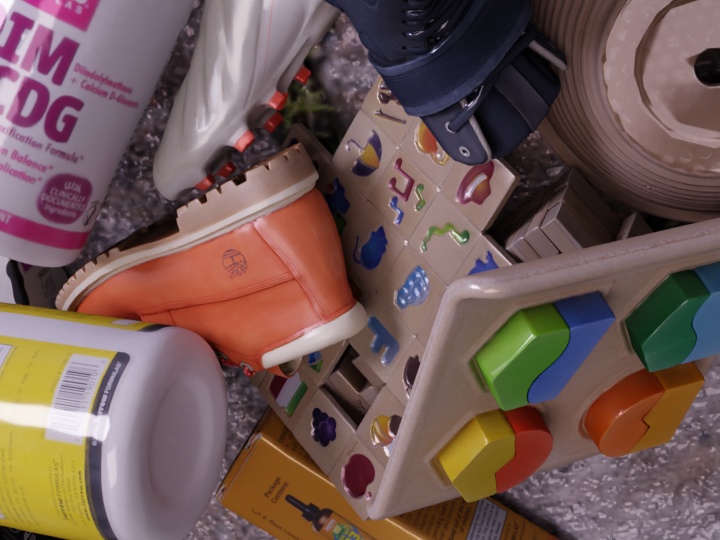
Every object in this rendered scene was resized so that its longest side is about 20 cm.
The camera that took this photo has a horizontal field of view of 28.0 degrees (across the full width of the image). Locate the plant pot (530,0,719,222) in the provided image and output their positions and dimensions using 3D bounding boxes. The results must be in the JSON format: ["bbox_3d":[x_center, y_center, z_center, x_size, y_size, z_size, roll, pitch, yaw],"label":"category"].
[{"bbox_3d":[0.163,-0.107,0.662,0.199,0.093,0.203,5,114,11],"label":"plant pot"}]

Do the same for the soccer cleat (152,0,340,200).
[{"bbox_3d":[-0.055,-0.125,0.726,0.077,0.069,0.201,38,110,1],"label":"soccer cleat"}]

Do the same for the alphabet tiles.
[{"bbox_3d":[0.000,0.000,0.747,0.167,0.008,0.201,48,121,29],"label":"alphabet tiles"}]

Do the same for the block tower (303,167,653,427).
[{"bbox_3d":[0.058,0.024,0.750,0.058,0.054,0.199,47,126,-10],"label":"block tower"}]

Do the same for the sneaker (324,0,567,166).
[{"bbox_3d":[0.043,-0.112,0.594,0.077,0.202,0.146,-45,108,-6],"label":"sneaker"}]

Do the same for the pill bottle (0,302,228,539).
[{"bbox_3d":[-0.177,0.074,0.742,0.198,0.112,0.113,6,115,22],"label":"pill bottle"}]

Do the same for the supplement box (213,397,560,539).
[{"bbox_3d":[0.021,0.145,0.820,0.199,0.069,0.067,31,126,-3],"label":"supplement box"}]

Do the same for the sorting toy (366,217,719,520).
[{"bbox_3d":[0.105,0.052,0.684,0.183,0.037,0.201,-13,146,-24],"label":"sorting toy"}]

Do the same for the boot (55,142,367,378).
[{"bbox_3d":[-0.082,0.018,0.763,0.199,0.075,0.108,-21,101,43],"label":"boot"}]

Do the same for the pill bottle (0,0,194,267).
[{"bbox_3d":[-0.149,-0.114,0.700,0.113,0.113,0.201,26,97,1],"label":"pill bottle"}]

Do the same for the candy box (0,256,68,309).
[{"bbox_3d":[-0.251,-0.027,0.817,0.135,0.061,0.202,-8,112,16],"label":"candy box"}]

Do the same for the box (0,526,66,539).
[{"bbox_3d":[-0.241,0.220,0.880,0.199,0.125,0.149,-28,114,24],"label":"box"}]
